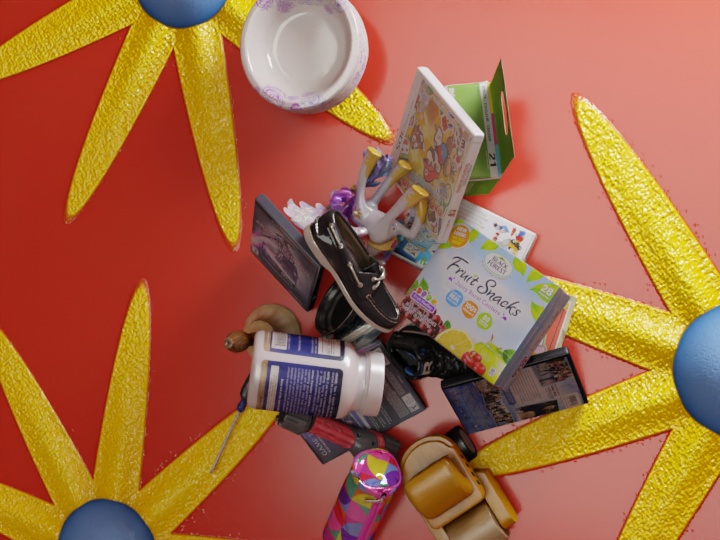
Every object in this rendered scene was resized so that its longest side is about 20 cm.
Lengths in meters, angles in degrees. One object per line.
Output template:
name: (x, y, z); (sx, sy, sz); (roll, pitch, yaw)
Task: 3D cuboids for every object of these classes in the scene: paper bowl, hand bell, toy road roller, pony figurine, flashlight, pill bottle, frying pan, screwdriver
paper bowl: (-0.084, -0.350, 1.664); (0.196, 0.104, 0.205); (0, 90, 14)
hand bell: (-0.169, 0.108, 1.640); (0.102, 0.200, 0.107); (0, 90, 14)
toy road roller: (0.138, 0.346, 1.588); (0.122, 0.146, 0.202); (-34, 82, 13)
pony figurine: (0.005, -0.081, 1.584); (0.193, 0.165, 0.202); (42, 117, 24)
flashlight: (-0.035, 0.258, 1.631); (0.197, 0.069, 0.068); (26, 142, -18)
pill bottle: (-0.067, 0.158, 1.560); (0.196, 0.116, 0.118); (8, 92, -5)
frying pan: (-0.040, 0.085, 1.641); (0.114, 0.031, 0.193); (-25, 41, 47)
screwdriver: (-0.209, 0.249, 1.736); (0.028, 0.029, 0.203); (27, 92, 13)

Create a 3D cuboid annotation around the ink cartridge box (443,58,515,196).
ink cartridge box: (0.166, -0.206, 1.536); (0.074, 0.200, 0.151); (-5, 80, -4)

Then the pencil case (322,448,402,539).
pencil case: (0.001, 0.363, 1.614); (0.087, 0.088, 0.202); (31, 132, 13)

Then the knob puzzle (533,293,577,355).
knob puzzle: (0.220, 0.107, 1.625); (0.215, 0.030, 0.225); (0, 91, 15)

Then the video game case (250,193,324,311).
video game case: (-0.116, -0.024, 1.629); (0.019, 0.200, 0.143); (-40, 79, -19)

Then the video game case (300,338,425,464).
video game case: (-0.015, 0.210, 1.659); (0.198, 0.019, 0.144); (-29, 113, 14)

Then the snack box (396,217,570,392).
snack box: (0.177, 0.048, 1.528); (0.199, 0.067, 0.170); (37, 93, 31)

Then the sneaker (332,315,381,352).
sneaker: (-0.013, 0.134, 1.672); (0.199, 0.078, 0.086); (-40, 102, 20)

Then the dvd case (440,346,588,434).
dvd case: (0.233, 0.183, 1.576); (0.196, 0.143, 0.018); (-17, 47, 14)

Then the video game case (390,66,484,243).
video game case: (0.106, -0.174, 1.560); (0.201, 0.022, 0.185); (58, 141, 45)

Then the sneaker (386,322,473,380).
sneaker: (0.129, 0.148, 1.590); (0.197, 0.111, 0.074); (19, 110, 22)

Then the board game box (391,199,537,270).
board game box: (0.158, -0.040, 1.621); (0.198, 0.035, 0.128); (28, 89, 18)

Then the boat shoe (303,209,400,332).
boat shoe: (0.000, 0.000, 1.520); (0.060, 0.074, 0.201); (-33, 99, 28)
